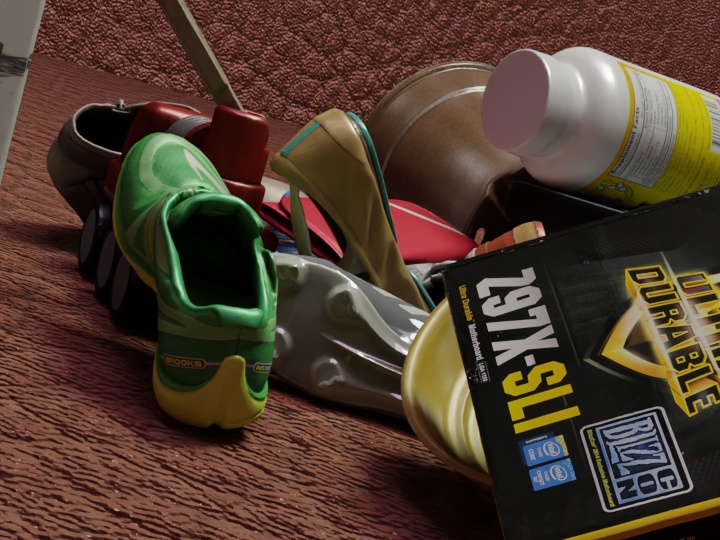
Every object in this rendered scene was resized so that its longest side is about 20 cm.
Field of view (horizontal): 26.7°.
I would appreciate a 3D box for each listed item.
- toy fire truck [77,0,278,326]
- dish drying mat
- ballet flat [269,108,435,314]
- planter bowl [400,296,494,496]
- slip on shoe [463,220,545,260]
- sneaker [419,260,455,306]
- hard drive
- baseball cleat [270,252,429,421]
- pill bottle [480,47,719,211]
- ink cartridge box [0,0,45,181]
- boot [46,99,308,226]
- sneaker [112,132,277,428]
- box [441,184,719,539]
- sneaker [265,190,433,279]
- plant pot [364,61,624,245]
[{"bbox_3d":[-0.106,-0.076,0.908,0.127,0.203,0.176,13,9,-22],"label":"toy fire truck"},{"bbox_3d":[0.010,-0.027,1.017,0.076,0.018,0.199,35,17,23],"label":"dish drying mat"},{"bbox_3d":[0.000,0.000,0.891,0.063,0.202,0.069,-31,30,-13],"label":"ballet flat"},{"bbox_3d":[0.124,0.065,0.712,0.198,0.084,0.201,-13,32,8],"label":"planter bowl"},{"bbox_3d":[0.141,0.044,0.905,0.200,0.061,0.074,42,21,-27],"label":"slip on shoe"},{"bbox_3d":[0.072,0.020,1.027,0.080,0.076,0.200,27,5,-9],"label":"sneaker"},{"bbox_3d":[0.221,-0.018,1.110,0.198,0.033,0.139,13,7,-33],"label":"hard drive"},{"bbox_3d":[0.019,0.050,0.845,0.198,0.070,0.106,28,3,6],"label":"baseball cleat"},{"bbox_3d":[0.185,-0.103,1.123,0.198,0.106,0.104,13,9,-36],"label":"pill bottle"},{"bbox_3d":[-0.271,-0.139,0.993,0.082,0.203,0.145,12,9,-26],"label":"ink cartridge box"},{"bbox_3d":[-0.120,-0.066,1.068,0.197,0.071,0.147,-3,-23,-12],"label":"boot"},{"bbox_3d":[-0.074,-0.011,0.749,0.073,0.084,0.201,5,36,-24],"label":"sneaker"},{"bbox_3d":[0.124,0.046,0.617,0.158,0.050,0.201,-17,32,6],"label":"box"},{"bbox_3d":[0.003,-0.015,1.130,0.077,0.086,0.199,23,10,38],"label":"sneaker"},{"bbox_3d":[0.114,-0.054,1.277,0.198,0.203,0.198,12,16,-25],"label":"plant pot"}]
